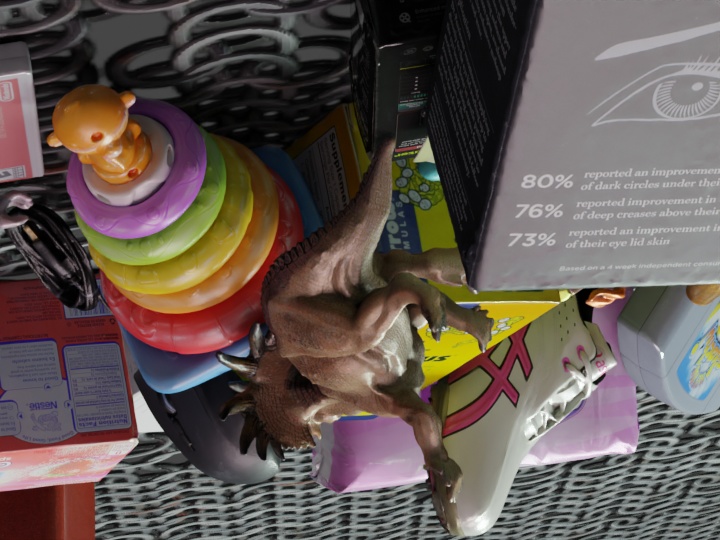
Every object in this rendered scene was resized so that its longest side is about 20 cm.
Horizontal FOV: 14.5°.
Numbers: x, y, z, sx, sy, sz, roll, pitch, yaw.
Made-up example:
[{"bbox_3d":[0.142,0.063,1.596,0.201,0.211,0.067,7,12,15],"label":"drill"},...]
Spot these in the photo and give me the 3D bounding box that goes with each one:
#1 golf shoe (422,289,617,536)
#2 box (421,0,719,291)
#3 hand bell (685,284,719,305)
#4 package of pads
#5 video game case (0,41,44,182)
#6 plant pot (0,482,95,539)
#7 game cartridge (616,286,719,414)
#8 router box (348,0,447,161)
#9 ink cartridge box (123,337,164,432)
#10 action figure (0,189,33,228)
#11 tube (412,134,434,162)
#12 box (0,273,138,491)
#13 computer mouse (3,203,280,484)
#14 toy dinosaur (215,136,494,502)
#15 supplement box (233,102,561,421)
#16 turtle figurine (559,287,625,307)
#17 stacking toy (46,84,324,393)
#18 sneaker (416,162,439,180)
[{"bbox_3d":[0.091,0.054,1.556,0.092,0.201,0.073,7,154,20],"label":"golf shoe"},{"bbox_3d":[0.116,-0.097,1.107,0.147,0.105,0.201,-1,135,-13],"label":"box"},{"bbox_3d":[0.199,-0.037,1.432,0.104,0.105,0.200,-7,151,-14],"label":"hand bell"},{"bbox_3d":[0.064,0.059,1.695,0.199,0.121,0.076,-7,-168,-16],"label":"package of pads"},{"bbox_3d":[-0.246,-0.057,1.295,0.199,0.018,0.143,-9,164,-7],"label":"video game case"},{"bbox_3d":[-0.271,0.203,1.865,0.199,0.177,0.200,-10,163,-1],"label":"plant pot"},{"bbox_3d":[0.209,0.018,1.677,0.134,0.040,0.200,-55,158,0],"label":"game cartridge"},{"bbox_3d":[0.094,-0.115,1.249,0.199,0.062,0.150,-10,163,-4],"label":"router box"},{"bbox_3d":[-0.067,0.060,1.748,0.199,0.051,0.109,0,160,-36],"label":"ink cartridge box"},{"bbox_3d":[-0.251,0.018,1.423,0.148,0.134,0.200,16,147,1],"label":"action figure"},{"bbox_3d":[0.125,-0.064,1.249,0.199,0.052,0.058,-4,128,-9],"label":"tube"},{"bbox_3d":[-0.234,0.070,1.577,0.199,0.103,0.095,-5,163,-22],"label":"box"},{"bbox_3d":[-0.116,0.043,1.472,0.200,0.034,0.059,45,145,-15],"label":"computer mouse"},{"bbox_3d":[-0.014,0.028,1.325,0.135,0.086,0.201,8,137,17],"label":"toy dinosaur"},{"bbox_3d":[0.000,0.000,1.486,0.109,0.109,0.200,-1,161,-31],"label":"supplement box"},{"bbox_3d":[0.137,-0.025,1.491,0.199,0.065,0.161,-31,159,-17],"label":"turtle figurine"},{"bbox_3d":[-0.099,-0.037,1.345,0.116,0.110,0.200,-28,150,7],"label":"stacking toy"},{"bbox_3d":[0.117,-0.032,1.361,0.199,0.080,0.078,28,163,-5],"label":"sneaker"}]
